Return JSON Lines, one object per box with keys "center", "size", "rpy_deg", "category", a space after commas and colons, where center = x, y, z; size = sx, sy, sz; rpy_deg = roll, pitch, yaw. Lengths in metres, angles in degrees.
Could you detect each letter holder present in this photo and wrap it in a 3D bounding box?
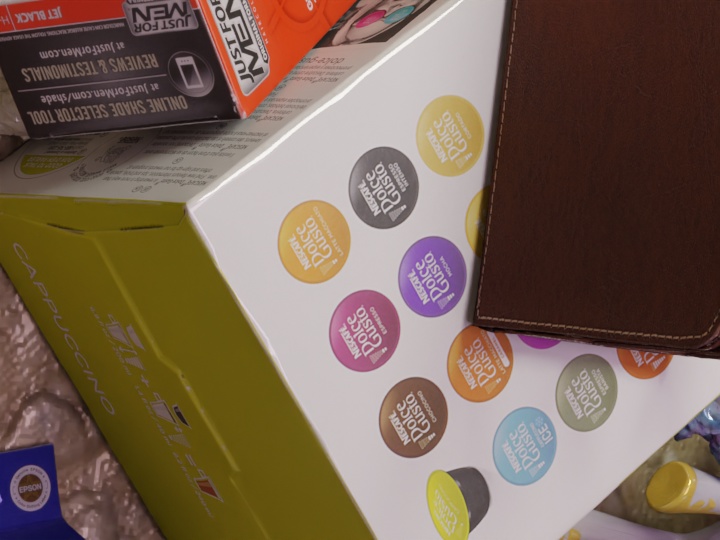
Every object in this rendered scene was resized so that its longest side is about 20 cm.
{"center": [0.131, -0.069, 0.991], "size": [0.101, 0.142, 0.200], "rpy_deg": [8, 87, -34], "category": "letter holder"}

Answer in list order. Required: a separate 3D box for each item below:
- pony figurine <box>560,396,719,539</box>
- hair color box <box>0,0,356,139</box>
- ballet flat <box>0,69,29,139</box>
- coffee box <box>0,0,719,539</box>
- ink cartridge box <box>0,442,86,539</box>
{"center": [0.188, 0.115, 1.289], "size": [0.193, 0.167, 0.200], "rpy_deg": [-45, 133, 11], "category": "pony figurine"}
{"center": [-0.049, -0.127, 1.085], "size": [0.200, 0.101, 0.061], "rpy_deg": [-53, 130, -48], "category": "hair color box"}
{"center": [-0.142, -0.149, 1.092], "size": [0.072, 0.072, 0.200], "rpy_deg": [-23, 106, -29], "category": "ballet flat"}
{"center": [0.000, 0.000, 1.115], "size": [0.198, 0.200, 0.200], "rpy_deg": [-38, 112, -24], "category": "coffee box"}
{"center": [-0.144, 0.175, 1.123], "size": [0.095, 0.037, 0.200], "rpy_deg": [-8, 91, -36], "category": "ink cartridge box"}
